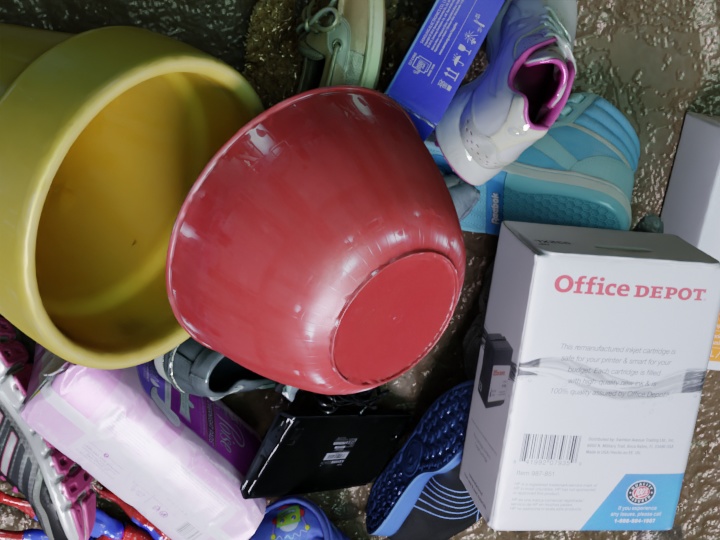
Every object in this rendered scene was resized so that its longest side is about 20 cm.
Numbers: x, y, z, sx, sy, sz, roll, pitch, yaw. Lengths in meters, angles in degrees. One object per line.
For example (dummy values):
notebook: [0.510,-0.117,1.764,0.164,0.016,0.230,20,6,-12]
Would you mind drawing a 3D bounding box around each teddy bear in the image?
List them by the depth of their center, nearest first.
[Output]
teddy bear: [-0.037,-0.139,0.922,0.145,0.067,0.201,38,86,-28]

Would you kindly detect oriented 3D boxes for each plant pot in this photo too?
plant pot: [-0.187,-0.068,0.801,0.200,0.188,0.203,-34,138,-36]

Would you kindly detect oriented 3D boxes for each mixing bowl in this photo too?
mixing bowl: [-0.008,0.000,0.775,0.198,0.108,0.202,-25,136,-26]

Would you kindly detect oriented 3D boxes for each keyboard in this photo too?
keyboard: [-0.024,0.122,0.978,0.105,0.039,0.199,-58,154,11]

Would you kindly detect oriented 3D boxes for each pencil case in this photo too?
pencil case: [-0.029,0.250,0.995,0.077,0.088,0.200,-6,149,18]

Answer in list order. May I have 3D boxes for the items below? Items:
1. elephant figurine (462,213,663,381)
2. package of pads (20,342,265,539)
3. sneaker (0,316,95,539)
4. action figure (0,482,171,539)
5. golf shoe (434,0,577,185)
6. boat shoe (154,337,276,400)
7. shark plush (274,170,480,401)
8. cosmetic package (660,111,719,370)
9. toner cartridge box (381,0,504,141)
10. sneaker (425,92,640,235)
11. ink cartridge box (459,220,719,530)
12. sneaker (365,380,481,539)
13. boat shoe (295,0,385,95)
elephant figurine: [0.142,0.054,1.006,0.197,0.142,0.158,-6,82,3]
package of pads: [-0.158,0.117,0.935,0.075,0.121,0.200,-39,114,13]
sneaker: [-0.268,0.121,0.925,0.087,0.074,0.202,-28,97,5]
action figure: [-0.206,0.207,0.994,0.198,0.052,0.066,23,105,-21]
golf shoe: [0.128,-0.146,0.905,0.075,0.091,0.201,42,54,-21]
boat shoe: [-0.057,0.064,0.950,0.198,0.061,0.074,-3,108,-40]
shark plush: [0.000,0.000,0.902,0.200,0.083,0.091,-49,154,-24]
cosmetic package: [0.305,-0.021,1.049,0.100,0.071,0.203,5,106,-17]
toner cartridge box: [0.069,-0.179,0.876,0.043,0.095,0.202,30,75,-5]
sneaker: [0.123,-0.092,0.977,0.197,0.131,0.080,19,141,11]
ink cartridge box: [0.161,0.075,0.894,0.143,0.084,0.203,3,107,-14]
sneaker: [0.078,0.161,1.018,0.077,0.071,0.201,18,137,-19]
boat shoe: [-0.027,-0.123,0.851,0.062,0.073,0.204,6,103,-16]
